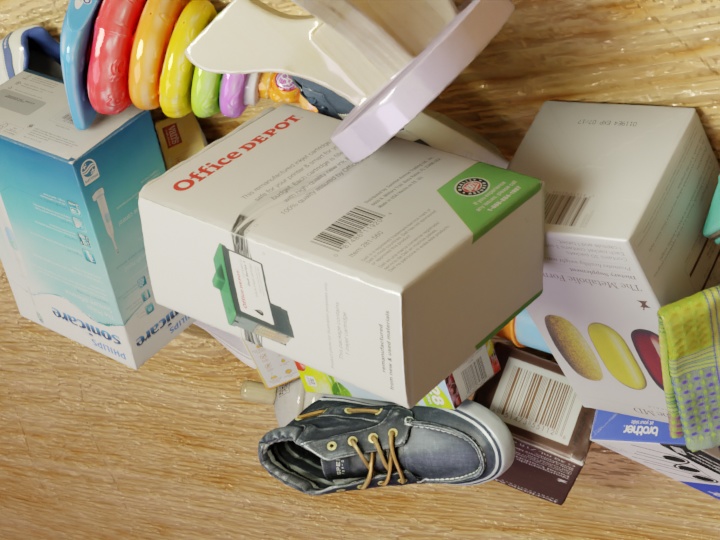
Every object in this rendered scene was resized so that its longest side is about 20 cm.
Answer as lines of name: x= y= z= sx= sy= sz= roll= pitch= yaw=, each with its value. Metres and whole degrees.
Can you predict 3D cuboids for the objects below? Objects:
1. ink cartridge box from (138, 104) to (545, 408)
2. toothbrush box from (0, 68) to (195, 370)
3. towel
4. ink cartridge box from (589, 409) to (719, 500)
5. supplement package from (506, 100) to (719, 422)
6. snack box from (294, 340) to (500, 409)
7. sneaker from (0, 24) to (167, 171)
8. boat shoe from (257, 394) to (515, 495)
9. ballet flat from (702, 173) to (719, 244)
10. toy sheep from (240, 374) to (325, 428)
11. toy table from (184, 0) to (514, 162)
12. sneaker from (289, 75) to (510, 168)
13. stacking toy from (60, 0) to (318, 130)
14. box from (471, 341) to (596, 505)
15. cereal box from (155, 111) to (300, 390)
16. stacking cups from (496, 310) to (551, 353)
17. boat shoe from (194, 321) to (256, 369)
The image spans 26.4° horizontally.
ink cartridge box: x=-0.011 y=-0.017 z=0.919 sx=0.200 sy=0.146 sz=0.084 roll=20 pitch=129 yaw=33
toothbrush box: x=-0.219 y=-0.040 z=1.204 sx=0.146 sy=0.085 sz=0.200 roll=19 pitch=135 yaw=35
towel: x=0.284 y=0.045 z=0.937 sx=0.200 sy=0.023 sz=0.144 roll=-13 pitch=134 yaw=5
ink cartridge box: x=0.272 y=0.138 z=1.148 sx=0.200 sy=0.044 sz=0.094 roll=26 pitch=162 yaw=-37
supplement package: x=0.179 y=-0.001 z=0.999 sx=0.114 sy=0.110 sz=0.200 roll=8 pitch=145 yaw=40
snack box: x=0.000 y=0.000 z=1.172 sx=0.169 sy=0.068 sz=0.200 roll=3 pitch=122 yaw=45
sneaker: x=-0.220 y=-0.119 z=1.260 sx=0.200 sy=0.075 sz=0.088 roll=38 pitch=153 yaw=-15
boat shoe: x=0.017 y=0.142 z=1.175 sx=0.200 sy=0.091 sz=0.071 roll=1 pitch=110 yaw=42
ballet flat: x=0.250 y=-0.075 z=0.864 sx=0.070 sy=0.067 sz=0.200 roll=58 pitch=151 yaw=1
toy sheep: x=-0.006 y=0.121 z=1.332 sx=0.200 sy=0.138 sz=0.138 roll=5 pitch=156 yaw=-11
toy table: x=0.002 y=-0.148 z=0.881 sx=0.117 sy=0.184 sz=0.200 roll=46 pitch=-175 yaw=-8
sneaker: x=0.005 y=-0.084 z=1.023 sx=0.200 sy=0.085 sz=0.075 roll=31 pitch=-167 yaw=-16
stacking toy: x=-0.104 y=-0.145 z=1.083 sx=0.200 sy=0.116 sz=0.110 roll=16 pitch=151 yaw=4
box: x=0.139 y=0.130 z=1.263 sx=0.100 sy=0.075 sz=0.200 roll=20 pitch=166 yaw=9
cereal box: x=-0.107 y=-0.015 z=1.259 sx=0.200 sy=0.039 sz=0.144 roll=67 pitch=180 yaw=-47
stacking cups: x=0.143 y=0.043 z=1.168 sx=0.200 sy=0.061 sz=0.061 roll=12 pitch=148 yaw=34
boat shoe: x=-0.145 y=0.018 z=1.404 sx=0.200 sy=0.072 sz=0.069 roll=38 pitch=153 yaw=21
